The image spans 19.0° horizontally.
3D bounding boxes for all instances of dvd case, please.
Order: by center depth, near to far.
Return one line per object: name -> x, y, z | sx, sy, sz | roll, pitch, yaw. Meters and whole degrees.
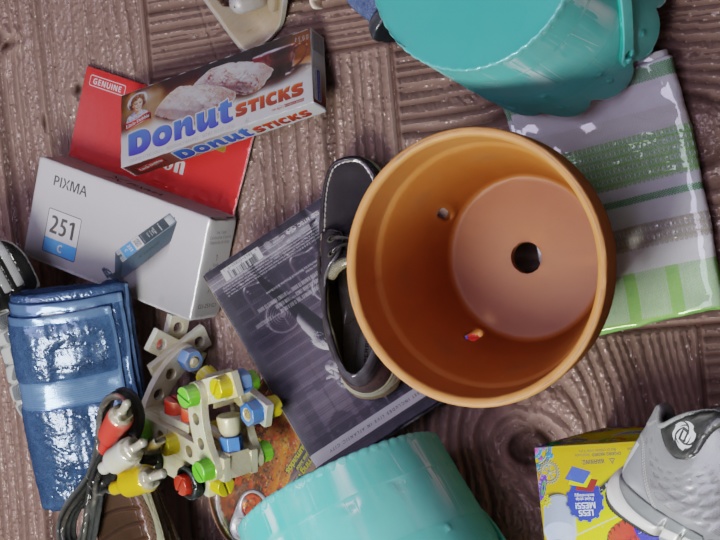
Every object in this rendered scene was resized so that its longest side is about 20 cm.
dvd case -> -0.018, 0.046, 1.758 | 0.148, 0.016, 0.201 | -33, 73, 2

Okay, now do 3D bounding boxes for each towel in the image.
towel -> 0.192, -0.055, 1.648 | 0.148, 0.031, 0.202 | -15, 85, 33
towel -> -0.241, 0.111, 1.870 | 0.111, 0.049, 0.202 | -8, 105, -2

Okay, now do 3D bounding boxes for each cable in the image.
cable -> -0.223, 0.171, 1.801 | 0.200, 0.050, 0.098 | -42, 67, 41

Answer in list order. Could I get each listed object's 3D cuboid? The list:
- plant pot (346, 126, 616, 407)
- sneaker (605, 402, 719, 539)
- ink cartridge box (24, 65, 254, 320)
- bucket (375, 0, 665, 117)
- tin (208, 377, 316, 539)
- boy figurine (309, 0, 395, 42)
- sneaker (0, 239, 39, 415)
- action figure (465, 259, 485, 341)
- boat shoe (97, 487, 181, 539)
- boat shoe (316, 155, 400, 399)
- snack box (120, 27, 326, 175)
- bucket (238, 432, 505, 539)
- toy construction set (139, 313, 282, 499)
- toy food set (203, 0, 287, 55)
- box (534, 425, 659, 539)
plant pot -> 0.106, -0.007, 1.600 | 0.198, 0.140, 0.202 | 2, 95, 22
sneaker -> 0.264, 0.152, 1.444 | 0.199, 0.075, 0.116 | 30, 106, 28
ink cartridge box -> -0.196, -0.070, 1.884 | 0.199, 0.045, 0.178 | 19, 104, 30
bucket -> 0.116, -0.223, 1.608 | 0.206, 0.134, 0.209 | -5, 80, 30
tin -> -0.053, 0.153, 1.809 | 0.112, 0.042, 0.201 | 43, 113, 27
boy figurine -> -0.021, -0.280, 1.752 | 0.200, 0.064, 0.125 | 48, 118, 19
sneaker -> -0.304, 0.054, 1.943 | 0.115, 0.075, 0.201 | 30, 142, 66
action figure -> 0.082, 0.013, 1.712 | 0.065, 0.052, 0.201 | -27, 80, 25
boat shoe -> -0.174, 0.261, 1.866 | 0.074, 0.075, 0.204 | -3, 100, 40
boat shoe -> 0.000, 0.000, 1.723 | 0.071, 0.065, 0.202 | -4, 76, 10
snack box -> -0.118, -0.142, 1.823 | 0.199, 0.024, 0.072 | -17, 63, 28
bucket -> 0.010, 0.226, 1.673 | 0.207, 0.207, 0.136 | -35, 71, 28
toy construction set -> -0.139, 0.115, 1.792 | 0.200, 0.091, 0.132 | -144, 49, -59
toy food set -> -0.119, -0.285, 1.763 | 0.144, 0.060, 0.200 | 53, 158, 19
box -> 0.250, 0.211, 1.571 | 0.199, 0.122, 0.194 | -7, 90, 32
